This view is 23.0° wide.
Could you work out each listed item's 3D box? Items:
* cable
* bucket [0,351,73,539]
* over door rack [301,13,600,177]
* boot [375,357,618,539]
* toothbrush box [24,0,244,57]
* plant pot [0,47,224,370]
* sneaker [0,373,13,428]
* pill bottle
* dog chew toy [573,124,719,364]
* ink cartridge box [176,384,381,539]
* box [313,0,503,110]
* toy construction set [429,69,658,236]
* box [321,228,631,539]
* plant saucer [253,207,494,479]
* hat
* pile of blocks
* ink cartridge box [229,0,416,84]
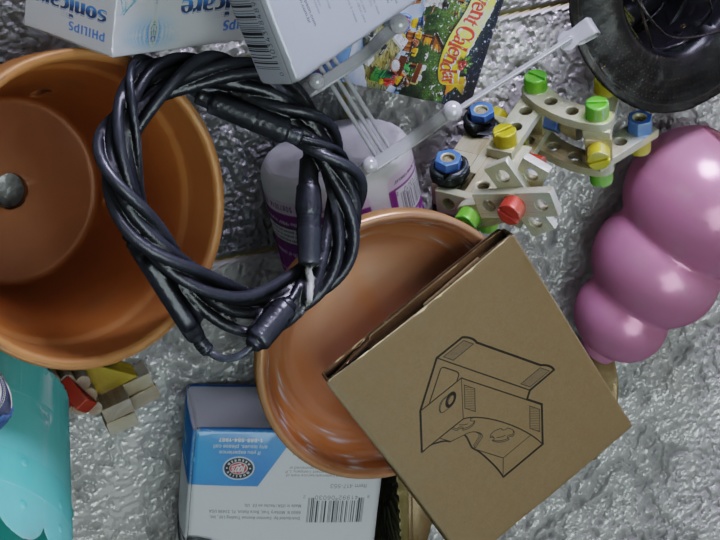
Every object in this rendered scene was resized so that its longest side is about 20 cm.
[{"bbox_3d":[-0.080,-0.054,1.111,0.163,0.051,0.201,-36,107,-19],"label":"cable"},{"bbox_3d":[-0.286,0.144,1.180,0.206,0.136,0.208,-2,147,-1],"label":"bucket"},{"bbox_3d":[0.046,-0.175,1.188,0.199,0.067,0.148,-32,90,-6],"label":"over door rack"},{"bbox_3d":[0.109,0.155,1.431,0.199,0.066,0.176,-6,114,-21],"label":"boot"},{"bbox_3d":[-0.123,-0.245,1.104,0.146,0.085,0.201,-16,121,-50],"label":"toothbrush box"},{"bbox_3d":[-0.208,-0.045,1.156,0.199,0.140,0.202,-5,99,-32],"label":"plant pot"},{"bbox_3d":[-0.296,0.032,1.089,0.077,0.200,0.085,-44,160,-29],"label":"sneaker"},{"bbox_3d":[0.000,0.000,1.294,0.112,0.112,0.201,-19,117,-14],"label":"pill bottle"},{"bbox_3d":[0.239,-0.012,1.386,0.124,0.125,0.201,23,109,-28],"label":"dog chew toy"},{"bbox_3d":[-0.067,0.195,1.352,0.145,0.086,0.201,2,112,-12],"label":"ink cartridge box"},{"bbox_3d":[0.042,-0.226,1.259,0.136,0.038,0.201,10,107,-25],"label":"box"},{"bbox_3d":[0.126,-0.077,1.286,0.200,0.130,0.093,-44,142,-52],"label":"toy construction set"},{"bbox_3d":[0.086,0.092,1.250,0.163,0.021,0.200,-39,122,-6],"label":"box"},{"bbox_3d":[0.016,0.048,1.234,0.199,0.037,0.201,-9,113,-20],"label":"plant saucer"},{"bbox_3d":[0.231,-0.222,1.313,0.199,0.081,0.202,-6,111,-17],"label":"hat"},{"bbox_3d":[-0.229,0.067,1.257,0.199,0.062,0.083,11,107,-26],"label":"pile of blocks"},{"bbox_3d":[-0.019,-0.247,1.085,0.200,0.043,0.197,-38,118,-34],"label":"ink cartridge box"}]
